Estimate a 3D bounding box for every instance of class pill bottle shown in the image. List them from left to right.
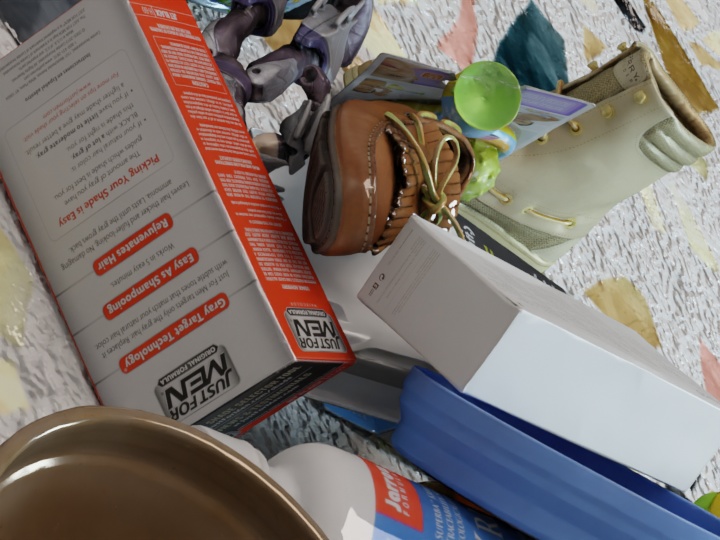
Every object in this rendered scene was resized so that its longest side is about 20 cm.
[{"bbox_3d":[0.000,0.141,1.235,0.200,0.112,0.112,25,36,-24],"label":"pill bottle"}]

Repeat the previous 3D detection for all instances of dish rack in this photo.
[{"bbox_3d":[0.000,0.000,1.433,0.171,0.044,0.200,18,29,-26],"label":"dish rack"}]

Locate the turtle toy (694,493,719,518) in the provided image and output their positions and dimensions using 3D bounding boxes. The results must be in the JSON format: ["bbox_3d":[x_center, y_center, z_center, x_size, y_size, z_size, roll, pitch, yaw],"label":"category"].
[{"bbox_3d":[0.158,0.179,1.501,0.200,0.145,0.101,51,54,-51],"label":"turtle toy"}]

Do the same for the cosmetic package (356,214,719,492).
[{"bbox_3d":[0.089,0.042,1.335,0.083,0.051,0.200,40,9,39],"label":"cosmetic package"}]

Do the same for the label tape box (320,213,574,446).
[{"bbox_3d":[0.053,0.043,1.557,0.200,0.063,0.144,34,32,-42],"label":"label tape box"}]

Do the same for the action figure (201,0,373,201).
[{"bbox_3d":[-0.064,-0.100,1.432,0.130,0.069,0.200,29,39,6],"label":"action figure"}]

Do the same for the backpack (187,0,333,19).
[{"bbox_3d":[-0.089,-0.222,1.546,0.200,0.153,0.164,51,14,-75],"label":"backpack"}]

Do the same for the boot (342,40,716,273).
[{"bbox_3d":[0.101,-0.091,1.698,0.200,0.155,0.073,39,29,-34],"label":"boot"}]

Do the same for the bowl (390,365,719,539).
[{"bbox_3d":[0.103,0.105,1.296,0.200,0.039,0.201,28,1,-1],"label":"bowl"}]

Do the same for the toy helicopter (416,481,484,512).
[{"bbox_3d":[0.015,0.162,1.355,0.200,0.079,0.133,-3,71,-51],"label":"toy helicopter"}]

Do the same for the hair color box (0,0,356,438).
[{"bbox_3d":[-0.093,-0.022,1.314,0.061,0.101,0.200,7,55,-61],"label":"hair color box"}]

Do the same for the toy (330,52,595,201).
[{"bbox_3d":[0.039,-0.066,1.528,0.115,0.200,0.047,12,76,-12],"label":"toy"}]

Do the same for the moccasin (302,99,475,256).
[{"bbox_3d":[0.018,-0.040,1.361,0.201,0.077,0.074,-19,119,-80],"label":"moccasin"}]

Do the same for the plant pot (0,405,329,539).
[{"bbox_3d":[-0.089,0.159,1.085,0.201,0.093,0.201,29,38,-26],"label":"plant pot"}]
